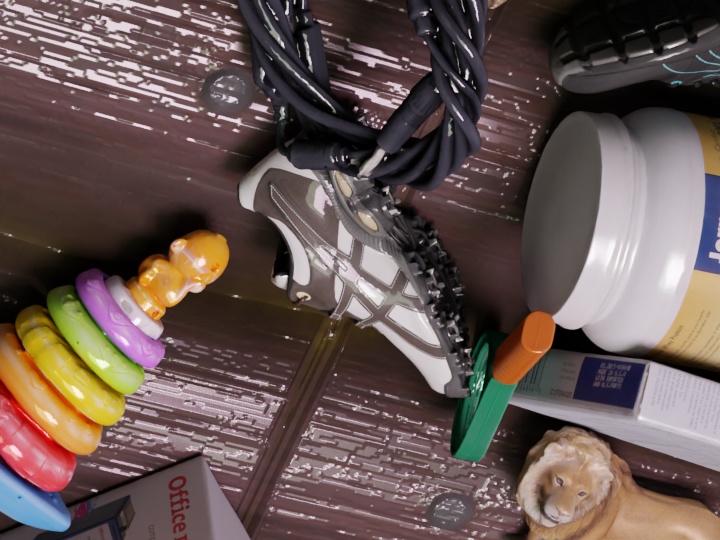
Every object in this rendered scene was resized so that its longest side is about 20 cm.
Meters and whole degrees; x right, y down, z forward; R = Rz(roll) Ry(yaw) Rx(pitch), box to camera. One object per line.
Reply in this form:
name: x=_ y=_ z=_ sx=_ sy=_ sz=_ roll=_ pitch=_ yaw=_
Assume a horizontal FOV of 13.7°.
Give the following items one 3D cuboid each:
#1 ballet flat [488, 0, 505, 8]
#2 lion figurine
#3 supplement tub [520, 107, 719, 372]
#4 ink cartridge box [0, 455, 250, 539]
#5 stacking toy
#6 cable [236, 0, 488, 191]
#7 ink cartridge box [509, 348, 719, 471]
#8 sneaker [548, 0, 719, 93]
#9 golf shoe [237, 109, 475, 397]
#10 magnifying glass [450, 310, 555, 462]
ballet flat: x=0.048 y=-0.234 z=1.608 sx=0.065 sy=0.070 sz=0.201 roll=-38 pitch=130 yaw=-16
lion figurine: x=0.173 y=0.163 z=1.898 sx=0.199 sy=0.073 sz=0.123 roll=15 pitch=125 yaw=-30
supplement tub: x=0.206 y=-0.014 z=1.730 sx=0.199 sy=0.145 sz=0.145 roll=10 pitch=123 yaw=-17
ink cartridge box: x=-0.164 y=0.217 z=1.830 sx=0.199 sy=0.146 sz=0.088 roll=-20 pitch=124 yaw=6
stacking toy: x=-0.156 y=0.043 z=1.747 sx=0.200 sy=0.110 sz=0.116 roll=-41 pitch=138 yaw=6
cable: x=0.001 y=-0.139 z=1.613 sx=0.051 sy=0.163 sz=0.201 roll=-23 pitch=121 yaw=-43
ink cartridge box: x=0.207 y=0.091 z=1.786 sx=0.199 sy=0.196 sz=0.044 roll=17 pitch=85 yaw=-22
sneaker: x=0.206 y=-0.127 z=1.694 sx=0.199 sy=0.076 sz=0.080 roll=-15 pitch=129 yaw=2
golf shoe: x=0.000 y=0.000 z=1.756 sx=0.094 sy=0.078 sz=0.201 roll=-22 pitch=117 yaw=15
magnifying glass: x=0.083 y=0.061 z=1.756 sx=0.022 sy=0.080 sz=0.200 roll=15 pitch=162 yaw=-4
